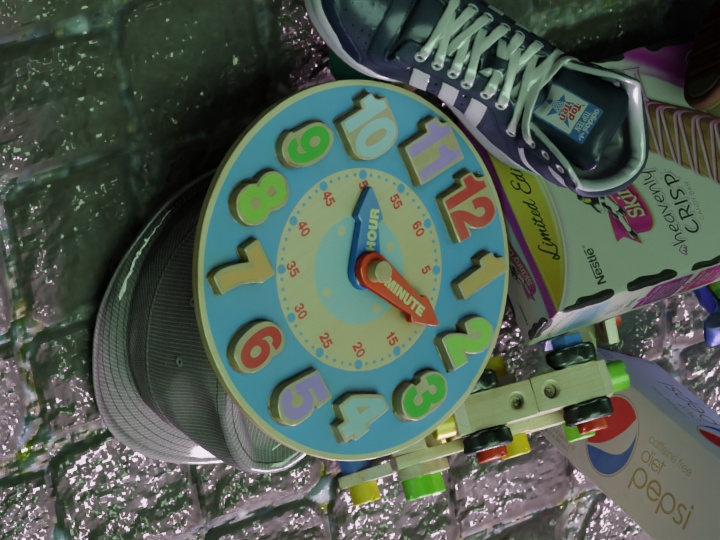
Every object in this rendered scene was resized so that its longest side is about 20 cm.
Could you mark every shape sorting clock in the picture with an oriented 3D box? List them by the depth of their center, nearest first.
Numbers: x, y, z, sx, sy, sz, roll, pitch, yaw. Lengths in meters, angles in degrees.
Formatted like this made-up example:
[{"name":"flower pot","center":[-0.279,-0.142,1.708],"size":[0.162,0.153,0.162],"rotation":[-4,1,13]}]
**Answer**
[{"name":"shape sorting clock","center":[0.000,0.000,1.161],"size":[0.199,0.039,0.202],"rotation":[0,90,-38]}]

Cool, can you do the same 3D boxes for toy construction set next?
[{"name":"toy construction set","center":[0.081,0.076,1.297],"size":[0.199,0.131,0.093],"rotation":[-30,86,-13]}]

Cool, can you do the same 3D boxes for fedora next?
[{"name":"fedora","center":[-0.053,0.040,1.221],"size":[0.176,0.090,0.201],"rotation":[10,109,-32]}]

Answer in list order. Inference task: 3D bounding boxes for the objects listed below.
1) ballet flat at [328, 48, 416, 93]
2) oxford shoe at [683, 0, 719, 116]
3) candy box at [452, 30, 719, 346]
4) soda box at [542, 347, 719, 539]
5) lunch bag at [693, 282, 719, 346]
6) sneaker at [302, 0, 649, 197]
[{"name":"ballet flat","center":[0.040,-0.186,1.184],"size":[0.065,0.070,0.201],"rotation":[-1,121,-48]},{"name":"oxford shoe","center":[0.255,-0.154,1.261],"size":[0.075,0.070,0.200],"rotation":[44,66,-17]},{"name":"candy box","center":[0.163,-0.054,1.264],"size":[0.199,0.137,0.061],"rotation":[-18,165,-20]},{"name":"soda box","center":[0.191,0.120,1.325],"size":[0.063,0.200,0.069],"rotation":[14,106,-31]},{"name":"lunch bag","center":[0.291,-0.014,1.335],"size":[0.199,0.151,0.094],"rotation":[-32,143,-8]},{"name":"sneaker","center":[0.067,-0.103,1.121],"size":[0.199,0.108,0.070],"rotation":[33,87,-34]}]
